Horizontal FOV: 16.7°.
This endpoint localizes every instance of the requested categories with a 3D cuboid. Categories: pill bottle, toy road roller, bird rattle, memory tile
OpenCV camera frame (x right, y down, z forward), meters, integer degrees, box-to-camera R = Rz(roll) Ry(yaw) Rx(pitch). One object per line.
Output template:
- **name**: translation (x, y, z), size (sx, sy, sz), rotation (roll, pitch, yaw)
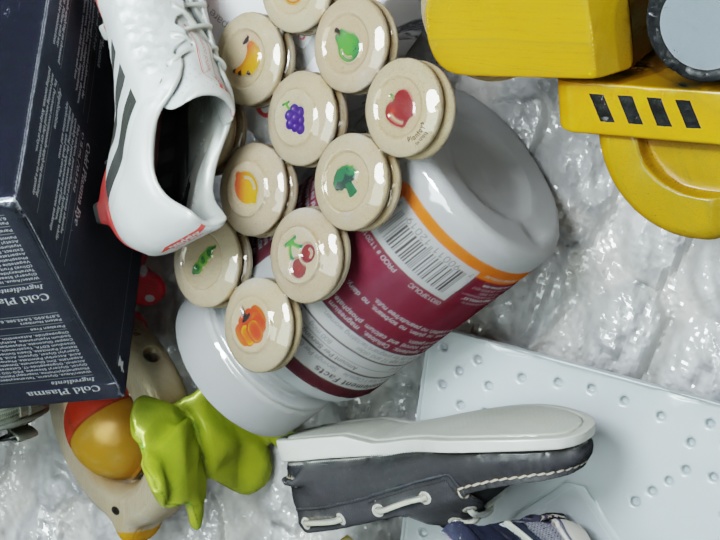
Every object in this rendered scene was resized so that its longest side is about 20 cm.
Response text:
- **pill bottle**: translation (0.000, 0.000, 1.326), size (0.200, 0.114, 0.114), rotation (-38, 81, 30)
- **toy road roller**: translation (0.138, -0.098, 1.229), size (0.200, 0.123, 0.146), rotation (6, 115, 27)
- **bird rattle**: translation (-0.143, 0.073, 1.434), size (0.200, 0.113, 0.163), rotation (48, 136, 16)
- **memory tile**: translation (-0.042, -0.060, 1.273), size (0.153, 0.017, 0.200), rotation (52, 121, 30)

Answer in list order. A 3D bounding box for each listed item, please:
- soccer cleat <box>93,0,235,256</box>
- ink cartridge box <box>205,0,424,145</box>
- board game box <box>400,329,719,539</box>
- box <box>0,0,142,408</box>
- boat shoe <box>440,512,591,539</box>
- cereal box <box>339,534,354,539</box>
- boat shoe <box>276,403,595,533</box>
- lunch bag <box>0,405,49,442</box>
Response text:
- **soccer cleat**: translation (-0.098, -0.108, 1.268), size (0.085, 0.069, 0.200), rotation (-6, 81, 50)
- **ink cartridge box**: translation (-0.024, -0.183, 1.319), size (0.147, 0.083, 0.200), rotation (44, 118, 14)
- **board game box**: translation (0.118, 0.146, 1.342), size (0.200, 0.026, 0.200), rotation (15, 107, 26)
- **box**: translation (-0.190, -0.057, 1.315), size (0.104, 0.200, 0.182), rotation (-5, 143, 12)
- **boat shoe**: translation (0.100, 0.208, 1.252), size (0.075, 0.093, 0.200), rotation (-61, 42, 30)
- **cereal box**: translation (0.031, 0.262, 1.386), size (0.200, 0.040, 0.144), rotation (40, 127, 11)
- **boat shoe**: translation (0.041, 0.110, 1.321), size (0.200, 0.074, 0.060), rotation (-7, 96, 33)
- **lunch bag**: translation (-0.279, 0.014, 1.474), size (0.168, 0.139, 0.200), rotation (-11, 93, 25)
